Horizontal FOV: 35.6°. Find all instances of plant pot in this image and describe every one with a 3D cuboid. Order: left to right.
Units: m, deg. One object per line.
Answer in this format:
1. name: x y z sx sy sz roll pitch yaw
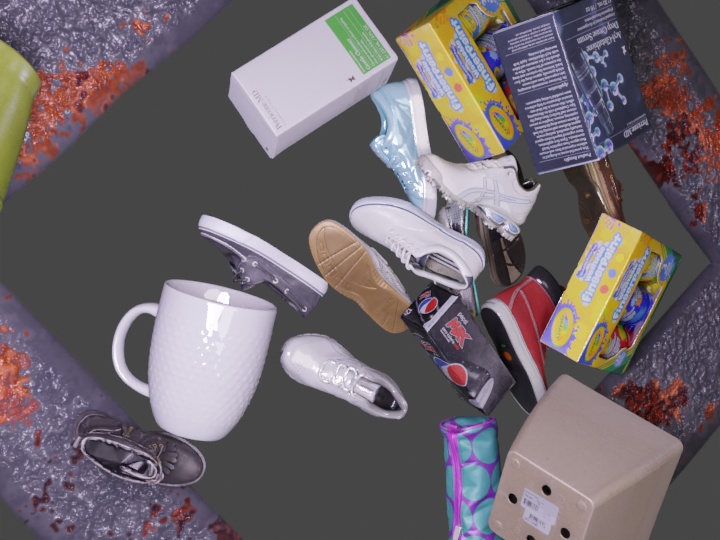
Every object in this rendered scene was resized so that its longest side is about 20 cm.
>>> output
1. plant pot: -0.465 -0.168 1.279 0.199 0.200 0.195 32 69 -20
2. plant pot: 0.285 0.297 1.521 0.176 0.199 0.202 -23 133 -46

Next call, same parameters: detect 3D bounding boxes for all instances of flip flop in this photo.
1. flip flop: 0.195 -0.075 1.607 0.080 0.057 0.203 -21 115 -24

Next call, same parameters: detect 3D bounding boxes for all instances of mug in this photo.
1. mug: -0.219 0.109 1.416 0.197 0.148 0.178 15 95 9

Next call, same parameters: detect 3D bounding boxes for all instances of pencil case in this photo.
1. pencil case: 0.157 0.309 1.594 0.092 0.084 0.203 -8 96 -48

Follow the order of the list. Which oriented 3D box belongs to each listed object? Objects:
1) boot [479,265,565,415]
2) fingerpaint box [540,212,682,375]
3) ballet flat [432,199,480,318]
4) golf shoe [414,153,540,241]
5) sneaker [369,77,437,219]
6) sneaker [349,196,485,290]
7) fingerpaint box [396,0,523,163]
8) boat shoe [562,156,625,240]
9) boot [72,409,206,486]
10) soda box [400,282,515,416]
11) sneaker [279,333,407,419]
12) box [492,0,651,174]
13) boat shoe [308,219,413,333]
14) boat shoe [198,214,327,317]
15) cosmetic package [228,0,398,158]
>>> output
1. boot: 0.266 0.102 1.638 0.144 0.072 0.202 -33 111 -29
2. fingerpaint box: 0.363 0.039 1.607 0.166 0.073 0.202 19 99 -53
3. ballet flat: 0.127 -0.029 1.576 0.071 0.072 0.203 -7 94 -21
4. golf shoe: 0.158 -0.124 1.489 0.199 0.078 0.098 26 107 -38
5. sneaker: 0.054 -0.158 1.542 0.081 0.074 0.203 -10 92 -7
6. sneaker: 0.072 -0.038 1.509 0.198 0.071 0.074 22 129 8
7. fingerpaint box: 0.165 -0.279 1.533 0.167 0.073 0.201 -45 109 -36
8. boat shoe: 0.360 -0.112 1.657 0.067 0.072 0.202 -31 107 -22
9. boot: -0.267 0.234 1.374 0.198 0.174 0.070 23 85 -21
10. soda box: 0.137 0.111 1.552 0.071 0.063 0.201 -47 128 -12
11. sneaker: -0.016 0.143 1.516 0.198 0.087 0.075 25 86 -20
12. box: 0.285 -0.253 1.504 0.148 0.106 0.202 -30 104 -41
13. boat shoe: 0.000 0.000 1.527 0.070 0.070 0.200 -33 116 16
14. boat shoe: -0.135 -0.001 1.475 0.199 0.070 0.067 32 80 -28
15. cosmetic package: -0.063 -0.251 1.463 0.199 0.085 0.108 -36 85 -17
